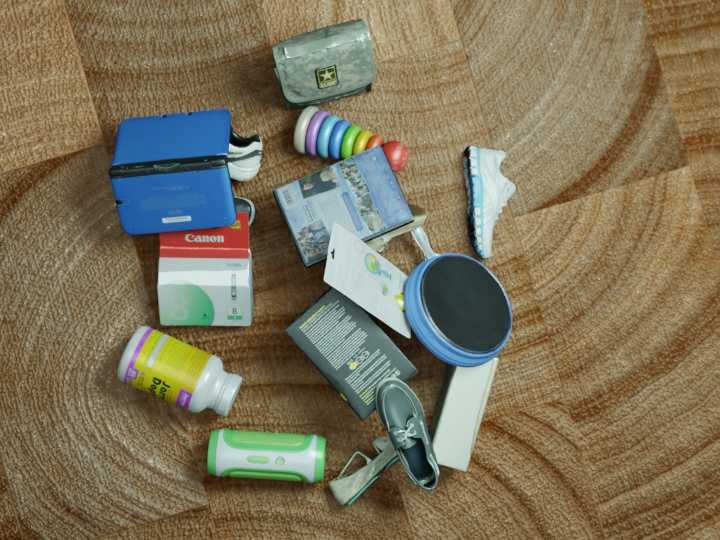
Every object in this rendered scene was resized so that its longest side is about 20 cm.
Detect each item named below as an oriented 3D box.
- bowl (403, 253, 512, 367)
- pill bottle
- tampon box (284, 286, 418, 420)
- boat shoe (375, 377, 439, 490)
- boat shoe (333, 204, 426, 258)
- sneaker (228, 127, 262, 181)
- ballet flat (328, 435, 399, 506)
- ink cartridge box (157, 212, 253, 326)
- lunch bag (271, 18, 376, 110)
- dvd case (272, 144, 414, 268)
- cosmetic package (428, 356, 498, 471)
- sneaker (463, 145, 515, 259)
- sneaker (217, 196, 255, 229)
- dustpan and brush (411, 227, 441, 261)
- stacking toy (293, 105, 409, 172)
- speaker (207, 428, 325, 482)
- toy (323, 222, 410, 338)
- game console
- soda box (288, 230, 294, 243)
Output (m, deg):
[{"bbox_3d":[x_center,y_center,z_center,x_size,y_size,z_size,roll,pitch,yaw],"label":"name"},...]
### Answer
[{"bbox_3d":[0.168,0.062,1.602,0.200,0.039,0.201,15,58,-24],"label":"bowl"},{"bbox_3d":[-0.309,0.179,1.653,0.199,0.104,0.105,23,89,0],"label":"pill bottle"},{"bbox_3d":[-0.018,0.133,1.635,0.126,0.150,0.200,-41,90,-2],"label":"tampon box"},{"bbox_3d":[0.081,0.267,1.556,0.073,0.062,0.201,-22,107,-5],"label":"boat shoe"},{"bbox_3d":[0.017,-0.064,1.628,0.199,0.072,0.065,-13,117,-6],"label":"boat shoe"},{"bbox_3d":[-0.264,-0.230,1.661,0.199,0.076,0.088,18,122,-9],"label":"sneaker"},{"bbox_3d":[0.027,0.330,1.678,0.200,0.067,0.062,-41,80,-1],"label":"ballet flat"},{"bbox_3d":[-0.268,-0.001,1.646,0.160,0.050,0.201,1,117,0],"label":"ink cartridge box"},{"bbox_3d":[-0.063,-0.348,1.615,0.163,0.200,0.118,-14,89,-2],"label":"lunch bag"},{"bbox_3d":[-0.028,-0.106,1.584,0.199,0.018,0.143,-23,80,-4],"label":"dvd case"},{"bbox_3d":[0.172,0.235,1.661,0.073,0.104,0.201,15,90,-1],"label":"cosmetic package"},{"bbox_3d":[0.231,-0.120,1.682,0.086,0.075,0.201,-2,90,-6],"label":"sneaker"},{"bbox_3d":[-0.283,-0.093,1.667,0.199,0.083,0.072,-4,90,-1],"label":"sneaker"},{"bbox_3d":[0.135,0.002,1.683,0.139,0.057,0.201,-29,90,-1],"label":"dustpan and brush"},{"bbox_3d":[-0.010,-0.220,1.650,0.199,0.085,0.086,17,89,14],"label":"stacking toy"},{"bbox_3d":[-0.161,0.321,1.663,0.199,0.088,0.089,4,89,-1],"label":"speaker"},{"bbox_3d":[0.008,0.023,1.558,0.200,0.047,0.116,33,48,-31],"label":"toy"},{"bbox_3d":[-0.308,-0.166,1.614,0.199,0.118,0.171,-4,115,6],"label":"game console"},{"bbox_3d":[-0.036,-0.118,1.669,0.199,0.064,0.068,-18,123,-2],"label":"soda box"}]
